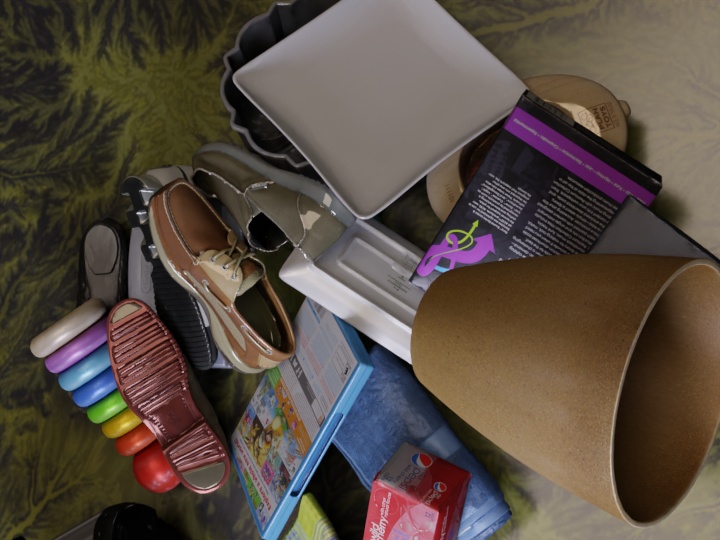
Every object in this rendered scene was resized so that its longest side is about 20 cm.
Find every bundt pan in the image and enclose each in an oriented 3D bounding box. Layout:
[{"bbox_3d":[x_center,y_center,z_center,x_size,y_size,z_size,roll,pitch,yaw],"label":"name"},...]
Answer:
[{"bbox_3d":[-0.030,-0.164,1.337,0.199,0.076,0.204,-2,63,3],"label":"bundt pan"}]

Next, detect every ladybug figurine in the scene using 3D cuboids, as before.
[{"bbox_3d":[0.157,-0.101,1.287,0.198,0.072,0.137,-23,78,18],"label":"ladybug figurine"}]

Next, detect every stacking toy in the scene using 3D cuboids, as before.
[{"bbox_3d":[-0.237,0.130,1.394,0.085,0.085,0.201,-32,95,15],"label":"stacking toy"}]

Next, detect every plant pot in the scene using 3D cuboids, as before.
[{"bbox_3d":[0.140,0.064,1.019,0.198,0.186,0.189,15,90,35],"label":"plant pot"}]

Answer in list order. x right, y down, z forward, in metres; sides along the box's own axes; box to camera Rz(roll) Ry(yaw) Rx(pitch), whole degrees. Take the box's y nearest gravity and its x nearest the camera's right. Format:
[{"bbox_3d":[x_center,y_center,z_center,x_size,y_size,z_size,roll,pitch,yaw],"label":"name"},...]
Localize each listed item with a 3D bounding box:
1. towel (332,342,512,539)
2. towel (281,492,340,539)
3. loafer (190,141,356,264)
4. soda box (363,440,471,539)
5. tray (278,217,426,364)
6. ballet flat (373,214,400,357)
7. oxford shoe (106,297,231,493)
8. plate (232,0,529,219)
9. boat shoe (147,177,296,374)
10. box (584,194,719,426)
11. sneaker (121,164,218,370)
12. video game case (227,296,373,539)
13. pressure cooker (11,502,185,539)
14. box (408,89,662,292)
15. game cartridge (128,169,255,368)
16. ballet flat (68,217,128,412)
[{"bbox_3d":[0.044,0.171,1.288,0.201,0.048,0.112,52,127,10],"label":"towel"},{"bbox_3d":[-0.026,0.317,1.284,0.202,0.023,0.144,64,150,24],"label":"towel"},{"bbox_3d":[-0.094,-0.061,1.286,0.199,0.075,0.070,22,76,42],"label":"loafer"},{"bbox_3d":[0.041,0.255,1.249,0.069,0.063,0.202,23,127,23],"label":"soda box"},{"bbox_3d":[0.034,0.016,1.288,0.199,0.022,0.108,33,59,1],"label":"tray"},{"bbox_3d":[0.000,0.000,1.345,0.065,0.070,0.202,-27,67,25],"label":"ballet flat"},{"bbox_3d":[-0.187,0.120,1.373,0.070,0.075,0.202,-24,93,2],"label":"oxford shoe"},{"bbox_3d":[0.018,-0.159,1.270,0.199,0.032,0.200,-37,65,-14],"label":"plate"},{"bbox_3d":[-0.119,0.003,1.304,0.073,0.076,0.201,-11,117,45],"label":"boat shoe"},{"bbox_3d":[0.227,0.062,1.175,0.124,0.200,0.197,40,99,19],"label":"box"},{"bbox_3d":[-0.158,-0.006,1.365,0.074,0.088,0.203,1,110,46],"label":"sneaker"},{"bbox_3d":[-0.060,0.128,1.310,0.201,0.018,0.143,-61,31,20],"label":"video game case"},{"bbox_3d":[-0.261,0.340,1.352,0.199,0.179,0.177,-29,44,16],"label":"pressure cooker"},{"bbox_3d":[0.150,-0.035,1.235,0.142,0.036,0.201,32,111,1],"label":"box"},{"bbox_3d":[-0.170,-0.003,1.424,0.132,0.041,0.203,-1,84,25],"label":"game cartridge"},{"bbox_3d":[-0.264,0.047,1.455,0.066,0.057,0.203,8,94,8],"label":"ballet flat"}]
